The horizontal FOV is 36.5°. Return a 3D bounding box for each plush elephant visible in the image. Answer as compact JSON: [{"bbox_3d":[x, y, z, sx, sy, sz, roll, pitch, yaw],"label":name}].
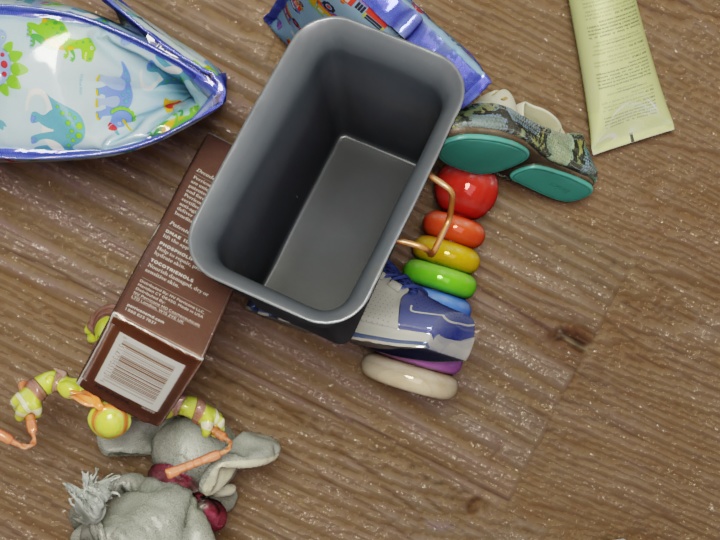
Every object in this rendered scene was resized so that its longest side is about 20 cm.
[{"bbox_3d":[-0.150,0.188,0.882,0.155,0.164,0.201,-44,141,-35],"label":"plush elephant"}]

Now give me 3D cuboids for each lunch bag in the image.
[{"bbox_3d":[-0.198,-0.142,0.809,0.198,0.170,0.129,4,102,-8],"label":"lunch bag"},{"bbox_3d":[0.014,-0.176,0.817,0.150,0.200,0.094,42,91,-11],"label":"lunch bag"}]

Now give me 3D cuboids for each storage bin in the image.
[{"bbox_3d":[-0.008,-0.045,0.756,0.145,0.134,0.201,23,75,11],"label":"storage bin"}]

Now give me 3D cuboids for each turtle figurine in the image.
[{"bbox_3d":[-0.194,0.082,0.841,0.198,0.162,0.065,7,114,-7],"label":"turtle figurine"}]

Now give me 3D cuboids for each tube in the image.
[{"bbox_3d":[0.208,-0.204,0.920,0.058,0.052,0.202,-8,106,36],"label":"tube"}]

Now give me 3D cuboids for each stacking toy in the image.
[{"bbox_3d":[0.065,0.001,0.916,0.085,0.085,0.202,16,89,-9],"label":"stacking toy"}]

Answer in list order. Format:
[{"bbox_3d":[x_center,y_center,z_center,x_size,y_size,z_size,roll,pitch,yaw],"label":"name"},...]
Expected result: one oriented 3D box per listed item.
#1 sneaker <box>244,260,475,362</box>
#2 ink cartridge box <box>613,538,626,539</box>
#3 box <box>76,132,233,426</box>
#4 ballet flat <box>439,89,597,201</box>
[{"bbox_3d":[-0.001,0.000,0.867,0.080,0.198,0.116,23,81,-54],"label":"sneaker"},{"bbox_3d":[0.153,0.306,0.979,0.198,0.044,0.095,-7,100,-7],"label":"ink cartridge box"},{"bbox_3d":[-0.131,0.002,0.816,0.075,0.201,0.100,29,135,-9],"label":"box"},{"bbox_3d":[0.120,-0.107,0.874,0.199,0.074,0.075,15,97,-49],"label":"ballet flat"}]
